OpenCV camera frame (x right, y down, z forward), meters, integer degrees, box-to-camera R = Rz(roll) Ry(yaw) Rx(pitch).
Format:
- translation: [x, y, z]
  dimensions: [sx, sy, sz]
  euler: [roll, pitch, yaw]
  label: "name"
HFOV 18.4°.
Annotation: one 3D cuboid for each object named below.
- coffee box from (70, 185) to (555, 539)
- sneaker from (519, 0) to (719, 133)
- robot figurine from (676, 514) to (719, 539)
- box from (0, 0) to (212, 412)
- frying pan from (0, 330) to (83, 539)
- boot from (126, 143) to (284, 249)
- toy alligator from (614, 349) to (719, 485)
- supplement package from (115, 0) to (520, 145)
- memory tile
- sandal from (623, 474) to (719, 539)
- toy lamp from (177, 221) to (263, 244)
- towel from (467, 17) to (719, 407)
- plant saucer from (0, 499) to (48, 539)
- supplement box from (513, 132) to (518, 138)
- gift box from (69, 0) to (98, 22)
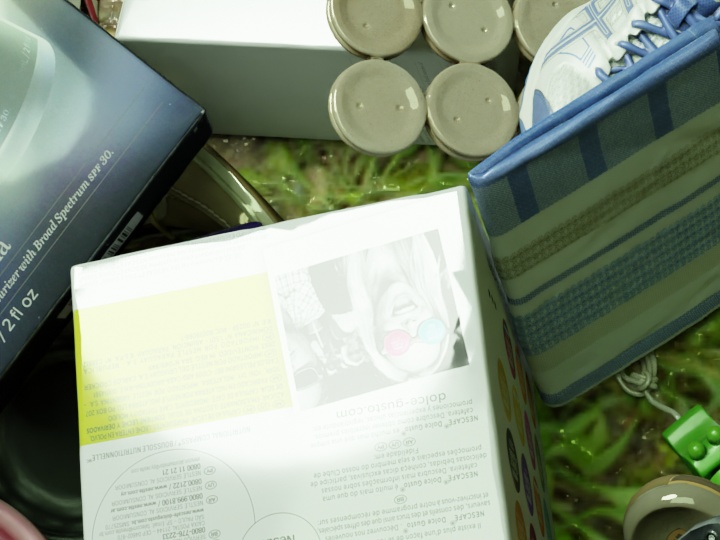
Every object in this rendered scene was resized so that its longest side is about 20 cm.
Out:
- translation: [-0.015, 0.104, 1.090]
  dimensions: [0.198, 0.200, 0.200]
  euler: [-11, 66, 10]
  label: "coffee box"
- translation: [0.148, -0.127, 1.106]
  dimensions: [0.075, 0.088, 0.201]
  euler: [34, 68, -7]
  label: "sneaker"
- translation: [0.177, 0.203, 1.017]
  dimensions: [0.144, 0.058, 0.201]
  euler: [33, 121, 23]
  label: "robot figurine"
- translation: [-0.212, -0.058, 1.130]
  dimensions: [0.198, 0.123, 0.201]
  euler: [37, 87, 0]
  label: "box"
- translation: [-0.186, 0.063, 1.211]
  dimensions: [0.190, 0.031, 0.115]
  euler: [44, 99, 3]
  label: "frying pan"
- translation: [-0.146, -0.017, 1.244]
  dimensions: [0.199, 0.072, 0.155]
  euler: [33, 80, 28]
  label: "boot"
- translation: [0.186, 0.105, 1.117]
  dimensions: [0.059, 0.054, 0.200]
  euler: [-37, 65, -2]
  label: "toy alligator"
- translation: [-0.017, -0.150, 1.235]
  dimensions: [0.198, 0.121, 0.121]
  euler: [4, 70, 15]
  label: "supplement package"
- translation: [0.077, -0.126, 1.139]
  dimensions: [0.198, 0.017, 0.155]
  euler: [3, 73, -17]
  label: "memory tile"
- translation: [0.205, 0.176, 1.053]
  dimensions: [0.199, 0.054, 0.081]
  euler: [37, 119, 4]
  label: "sandal"
- translation: [0.000, 0.000, 1.175]
  dimensions: [0.198, 0.058, 0.059]
  euler: [-3, 67, -5]
  label: "toy lamp"
- translation: [0.131, -0.023, 1.097]
  dimensions: [0.146, 0.201, 0.024]
  euler: [-32, 52, -7]
  label: "towel"
- translation: [-0.237, 0.215, 1.187]
  dimensions: [0.198, 0.051, 0.202]
  euler: [-6, 67, 13]
  label: "plant saucer"
- translation: [0.181, -0.085, 1.191]
  dimensions: [0.199, 0.061, 0.109]
  euler: [-36, 65, -2]
  label: "supplement box"
- translation: [-0.251, -0.228, 1.302]
  dimensions: [0.185, 0.184, 0.202]
  euler: [-9, 70, 21]
  label: "gift box"
